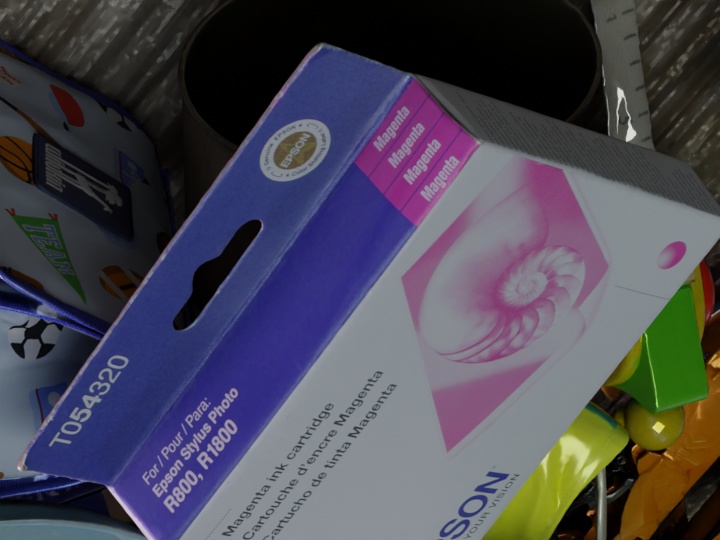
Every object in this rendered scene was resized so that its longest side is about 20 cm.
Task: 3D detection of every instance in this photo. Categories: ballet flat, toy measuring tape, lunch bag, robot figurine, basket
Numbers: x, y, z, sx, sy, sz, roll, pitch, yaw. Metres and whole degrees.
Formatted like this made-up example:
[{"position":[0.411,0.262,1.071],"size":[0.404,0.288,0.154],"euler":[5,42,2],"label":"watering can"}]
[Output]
[{"position":[0.064,0.133,1.233],"size":[0.067,0.067,0.201],"euler":[17,121,1],"label":"ballet flat"},{"position":[0.100,-0.026,1.200],"size":[0.073,0.074,0.201],"euler":[-11,98,-3],"label":"toy measuring tape"},{"position":[-0.165,-0.002,1.103],"size":[0.198,0.170,0.124],"euler":[2,126,-10],"label":"lunch bag"},{"position":[0.149,0.087,1.279],"size":[0.145,0.058,0.200],"euler":[30,112,-25],"label":"robot figurine"},{"position":[0.000,0.000,1.155],"size":[0.180,0.136,0.201],"euler":[-27,140,-38],"label":"basket"}]

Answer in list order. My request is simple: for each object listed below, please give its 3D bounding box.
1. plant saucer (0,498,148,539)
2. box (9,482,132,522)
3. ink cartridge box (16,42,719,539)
[{"position":[-0.149,0.148,1.133],"size":[0.199,0.036,0.201],"euler":[-11,138,-10],"label":"plant saucer"},{"position":[-0.197,0.075,1.159],"size":[0.199,0.122,0.032],"euler":[-18,144,-7],"label":"box"},{"position":[0.008,0.027,1.053],"size":[0.199,0.043,0.197],"euler":[13,122,-45],"label":"ink cartridge box"}]
